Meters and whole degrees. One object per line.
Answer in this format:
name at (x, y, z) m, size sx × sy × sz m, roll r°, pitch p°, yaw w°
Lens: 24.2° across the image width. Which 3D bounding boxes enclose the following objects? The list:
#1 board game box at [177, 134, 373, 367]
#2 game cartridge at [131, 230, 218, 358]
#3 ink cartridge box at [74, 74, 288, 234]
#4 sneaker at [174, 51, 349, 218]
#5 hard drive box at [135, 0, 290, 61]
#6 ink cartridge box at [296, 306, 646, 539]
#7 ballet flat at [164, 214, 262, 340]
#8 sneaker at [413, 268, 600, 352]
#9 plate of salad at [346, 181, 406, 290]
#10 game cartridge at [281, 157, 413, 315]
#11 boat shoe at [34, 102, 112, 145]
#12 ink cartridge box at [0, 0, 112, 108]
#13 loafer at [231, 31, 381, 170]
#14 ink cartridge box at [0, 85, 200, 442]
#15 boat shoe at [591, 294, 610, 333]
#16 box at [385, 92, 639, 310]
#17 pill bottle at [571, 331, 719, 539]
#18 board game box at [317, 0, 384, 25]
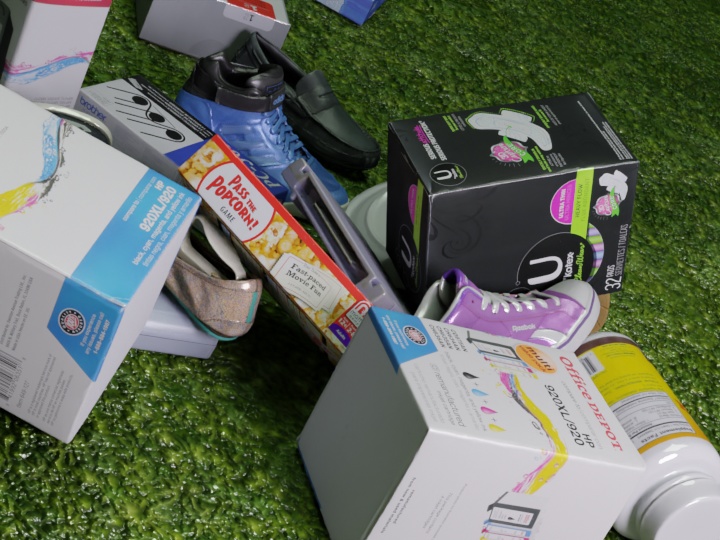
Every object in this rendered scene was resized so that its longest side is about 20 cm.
board game box at (-0.063, -0.007, 1.373) m, size 0.200 × 0.046 × 0.152 m, roll 48°, pitch -7°, yaw 7°
game cartridge at (-0.188, -0.007, 1.398) m, size 0.132 × 0.041 × 0.201 m, roll 14°, pitch 31°, yaw -34°
ink cartridge box at (-0.171, -0.107, 1.572) m, size 0.199 × 0.044 × 0.094 m, roll 38°, pitch 30°, yaw 17°
sneaker at (-0.086, -0.136, 1.630) m, size 0.199 × 0.112 × 0.077 m, roll 30°, pitch 27°, yaw 3°
hard drive box at (-0.171, -0.312, 1.891) m, size 0.154 × 0.077 × 0.201 m, roll 17°, pitch 30°, yaw -21°
ink cartridge box at (0.081, 0.142, 1.273) m, size 0.198 × 0.146 × 0.148 m, roll 13°, pitch 30°, yaw -29°
ballet flat at (-0.152, -0.027, 1.355) m, size 0.199 × 0.068 × 0.068 m, roll 38°, pitch 28°, yaw 18°
sneaker at (0.124, 0.036, 1.443) m, size 0.200 × 0.115 × 0.072 m, roll -34°, pitch 24°, yaw -30°
plate of salad at (0.075, -0.030, 1.649) m, size 0.197 × 0.048 × 0.201 m, roll 2°, pitch 37°, yaw -1°
game cartridge at (0.000, 0.000, 1.498) m, size 0.130 × 0.038 × 0.201 m, roll 57°, pitch 1°, yaw -46°
boat shoe at (-0.304, -0.096, 1.378) m, size 0.197 × 0.075 × 0.067 m, roll 7°, pitch 46°, yaw -13°
ink cartridge box at (-0.303, -0.227, 1.485) m, size 0.085 × 0.201 × 0.148 m, roll -3°, pitch 40°, yaw -44°
loafer at (-0.056, -0.178, 1.775) m, size 0.200 × 0.071 × 0.068 m, roll 38°, pitch 29°, yaw 17°
ink cartridge box at (-0.245, -0.014, 1.188) m, size 0.199 × 0.148 × 0.145 m, roll 29°, pitch 39°, yaw -1°
boat shoe at (0.150, 0.041, 1.606) m, size 0.198 × 0.072 × 0.069 m, roll -7°, pitch 23°, yaw -40°
box at (0.133, -0.057, 1.522) m, size 0.198 × 0.150 × 0.125 m, roll -9°, pitch 38°, yaw -13°
pill bottle at (0.237, 0.153, 1.440) m, size 0.108 × 0.110 × 0.201 m, roll 9°, pitch 33°, yaw -32°
board game box at (-0.051, -0.412, 2.210) m, size 0.198 × 0.044 × 0.200 m, roll 30°, pitch 27°, yaw 2°
